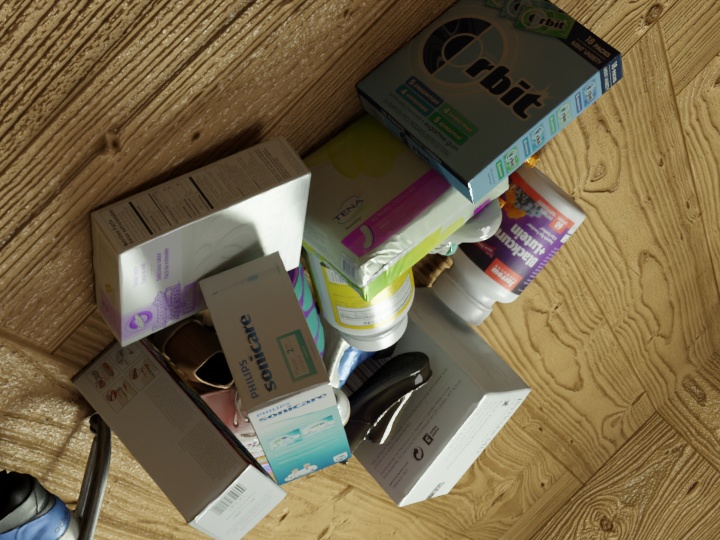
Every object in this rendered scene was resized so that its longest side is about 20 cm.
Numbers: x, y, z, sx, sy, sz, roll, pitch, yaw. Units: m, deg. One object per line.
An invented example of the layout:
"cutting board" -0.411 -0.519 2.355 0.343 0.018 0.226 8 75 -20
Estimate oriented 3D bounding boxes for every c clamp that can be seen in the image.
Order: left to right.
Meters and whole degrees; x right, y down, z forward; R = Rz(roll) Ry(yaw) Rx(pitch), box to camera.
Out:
"c clamp" -0.286 0.230 1.457 0.027 0.171 0.201 12 120 -13

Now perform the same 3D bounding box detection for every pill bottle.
"pill bottle" 0.000 0.000 1.499 0.111 0.111 0.201 -37 147 -17
"pill bottle" 0.184 -0.031 1.774 0.200 0.111 0.111 -51 156 12

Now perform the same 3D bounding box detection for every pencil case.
"pencil case" -0.092 0.047 1.488 0.093 0.085 0.200 -55 159 -17

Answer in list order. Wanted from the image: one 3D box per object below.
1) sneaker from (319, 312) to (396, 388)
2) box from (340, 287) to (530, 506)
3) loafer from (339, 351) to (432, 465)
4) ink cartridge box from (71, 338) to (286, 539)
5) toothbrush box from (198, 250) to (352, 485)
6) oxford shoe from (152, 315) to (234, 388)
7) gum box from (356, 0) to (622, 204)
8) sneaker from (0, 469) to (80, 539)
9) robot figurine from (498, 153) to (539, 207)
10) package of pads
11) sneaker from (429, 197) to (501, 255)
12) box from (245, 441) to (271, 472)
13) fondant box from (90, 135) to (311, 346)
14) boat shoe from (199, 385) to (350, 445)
"sneaker" -0.015 0.107 1.695 0.111 0.077 0.201 -6 130 -40
"box" 0.072 0.159 1.789 0.130 0.200 0.199 -1 131 -57
"loafer" 0.023 0.172 1.712 0.200 0.071 0.073 -40 -174 31
"ink cartridge box" -0.176 0.177 1.417 0.084 0.200 0.176 -43 156 -5
"toothbrush box" -0.079 0.098 1.334 0.085 0.147 0.200 -21 152 -4
"oxford shoe" -0.155 0.102 1.494 0.071 0.071 0.200 -48 160 3
"gum box" 0.125 -0.184 1.358 0.200 0.170 0.045 -41 149 -10
"sneaker" -0.391 0.264 1.380 0.199 0.077 0.112 -24 128 9
"robot figurine" 0.127 -0.124 1.598 0.145 0.058 0.200 -54 155 18
"package of pads" 0.025 -0.083 1.385 0.200 0.154 0.068 -38 145 -20
"sneaker" 0.090 -0.050 1.475 0.075 0.200 0.089 -35 118 -21
"box" -0.124 0.198 1.626 0.198 0.039 0.137 -12 151 -2
"fondant box" -0.148 -0.027 1.290 0.199 0.058 0.145 -24 150 -24
"boat shoe" -0.113 0.150 1.531 0.198 0.071 0.069 -8 159 2
